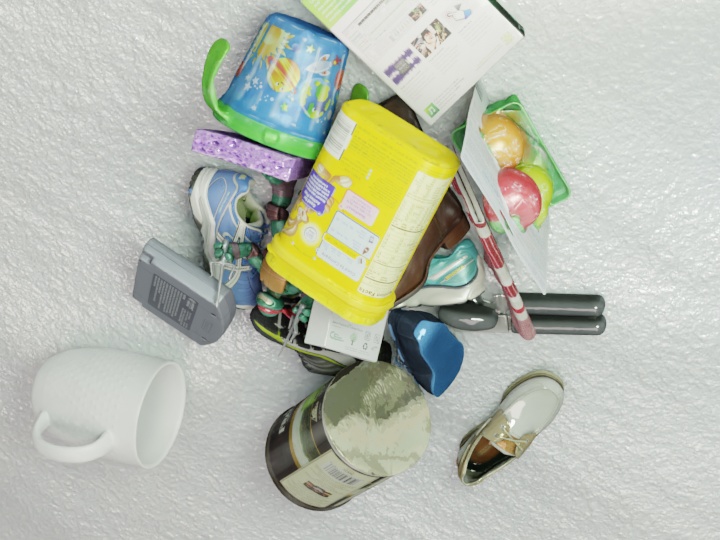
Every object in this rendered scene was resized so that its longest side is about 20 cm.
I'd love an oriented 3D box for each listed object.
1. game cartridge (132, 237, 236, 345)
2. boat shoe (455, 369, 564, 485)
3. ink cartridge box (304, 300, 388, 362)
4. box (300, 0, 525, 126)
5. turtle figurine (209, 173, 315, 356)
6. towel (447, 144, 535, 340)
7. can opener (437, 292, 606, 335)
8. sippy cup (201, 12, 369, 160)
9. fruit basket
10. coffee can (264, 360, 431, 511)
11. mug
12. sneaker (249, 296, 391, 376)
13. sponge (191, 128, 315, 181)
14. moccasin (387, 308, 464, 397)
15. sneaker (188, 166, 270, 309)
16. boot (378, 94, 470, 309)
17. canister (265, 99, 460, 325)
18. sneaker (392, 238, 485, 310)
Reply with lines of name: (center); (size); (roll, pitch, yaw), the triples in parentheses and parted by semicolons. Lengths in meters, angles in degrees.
game cartridge: (-0.220, 0.033, 1.743); (0.133, 0.041, 0.200); (37, 159, 0)
boat shoe: (0.193, 0.209, 1.787); (0.075, 0.068, 0.200); (31, 128, -7)
ink cartridge box: (0.000, 0.000, 1.623); (0.039, 0.201, 0.099); (10, 173, 42)
box: (0.056, -0.272, 1.479); (0.200, 0.036, 0.144); (42, 111, -16)
turtle figurine: (-0.099, -0.010, 1.648); (0.149, 0.101, 0.201); (22, 108, 16)
towel: (0.141, -0.030, 1.555); (0.023, 0.144, 0.200); (-24, 134, 5)
can opener: (0.196, 0.058, 1.682); (0.199, 0.067, 0.053); (-1, 119, 14)
sippy cup: (-0.078, -0.206, 1.521); (0.139, 0.178, 0.131); (26, 103, 17)
fruit basket: (0.154, -0.094, 1.495); (0.094, 0.200, 0.185); (-21, 118, 27)
coffee can: (-0.018, 0.212, 1.766); (0.146, 0.147, 0.200); (35, 148, -10)
mug: (-0.355, 0.189, 1.857); (0.175, 0.200, 0.148); (11, 123, 17)
sneaker: (-0.059, 0.095, 1.754); (0.200, 0.074, 0.081); (26, 139, -28)
sponge: (-0.115, -0.130, 1.560); (0.111, 0.200, 0.030); (17, 97, 4)
moccasin: (0.080, 0.090, 1.712); (0.068, 0.081, 0.200); (30, 161, 23)
sneaker: (-0.150, -0.034, 1.708); (0.077, 0.076, 0.200); (0, 127, 22)
boot: (0.026, -0.078, 1.569); (0.064, 0.186, 0.200); (8, 137, 46)
canister: (0.003, -0.064, 1.492); (0.148, 0.087, 0.200); (34, 114, 15)
sneaker: (0.057, 0.004, 1.690); (0.199, 0.077, 0.080); (-7, 97, 23)
